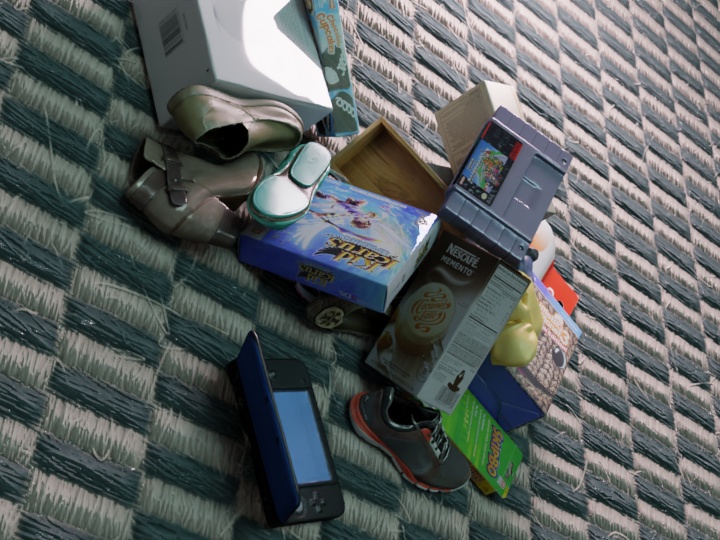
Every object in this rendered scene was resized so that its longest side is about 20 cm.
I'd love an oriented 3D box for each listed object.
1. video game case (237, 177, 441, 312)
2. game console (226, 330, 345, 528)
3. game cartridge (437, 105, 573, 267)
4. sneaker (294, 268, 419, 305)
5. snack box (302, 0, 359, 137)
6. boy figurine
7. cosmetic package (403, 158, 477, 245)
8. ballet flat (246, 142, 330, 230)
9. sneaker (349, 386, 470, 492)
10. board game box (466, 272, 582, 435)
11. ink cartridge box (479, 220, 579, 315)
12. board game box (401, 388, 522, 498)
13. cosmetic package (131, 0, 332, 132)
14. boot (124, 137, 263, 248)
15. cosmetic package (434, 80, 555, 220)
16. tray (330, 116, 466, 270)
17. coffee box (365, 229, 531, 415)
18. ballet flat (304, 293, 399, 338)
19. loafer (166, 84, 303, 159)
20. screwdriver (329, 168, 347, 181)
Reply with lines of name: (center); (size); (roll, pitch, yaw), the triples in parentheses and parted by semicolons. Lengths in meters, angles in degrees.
video game case: (-0.024, -0.042, 1.639); (0.200, 0.046, 0.181); (20, 38, 15)
game console: (-0.071, 0.177, 1.477); (0.171, 0.118, 0.200); (3, 65, -47)
game cartridge: (0.191, -0.114, 1.716); (0.130, 0.038, 0.200); (37, 57, -10)
sneaker: (0.000, 0.000, 1.696); (0.200, 0.086, 0.080); (8, 59, -45)
snack box: (-0.047, -0.280, 1.756); (0.037, 0.116, 0.200); (-12, 99, -13)
boy figurine: (0.210, 0.048, 1.756); (0.124, 0.064, 0.200); (58, 31, -50)
cosmetic package: (0.108, -0.089, 1.861); (0.200, 0.107, 0.090); (2, 65, -45)
ballet flat: (-0.092, -0.088, 1.594); (0.067, 0.070, 0.200); (35, 35, -1)
sneaker: (0.078, 0.213, 1.647); (0.200, 0.082, 0.077); (36, 44, -27)
board game box: (0.207, 0.104, 1.848); (0.159, 0.097, 0.200); (49, 39, -13)
ink cartridge box: (0.273, -0.001, 2.031); (0.200, 0.050, 0.162); (49, 39, -8)
board game box: (0.140, 0.211, 1.762); (0.200, 0.030, 0.096); (47, 40, -11)
cosmetic package: (-0.164, -0.277, 1.667); (0.200, 0.123, 0.200); (7, 60, -45)
boot: (-0.201, -0.114, 1.571); (0.146, 0.070, 0.200); (31, 35, -17)
cosmetic package: (0.185, -0.150, 1.818); (0.073, 0.103, 0.200); (2, 66, -46)
tray: (0.056, -0.101, 1.742); (0.200, 0.099, 0.037); (49, -2, 21)
coffee box: (0.110, 0.064, 1.658); (0.080, 0.114, 0.200); (31, 90, -44)
ballet flat: (0.008, 0.064, 1.683); (0.200, 0.067, 0.046); (14, 47, -50)
loafer: (-0.146, -0.167, 1.579); (0.200, 0.076, 0.068); (6, 58, -44)
screwdriver: (-0.046, -0.131, 1.690); (0.200, 0.029, 0.028); (-125, -156, -73)
